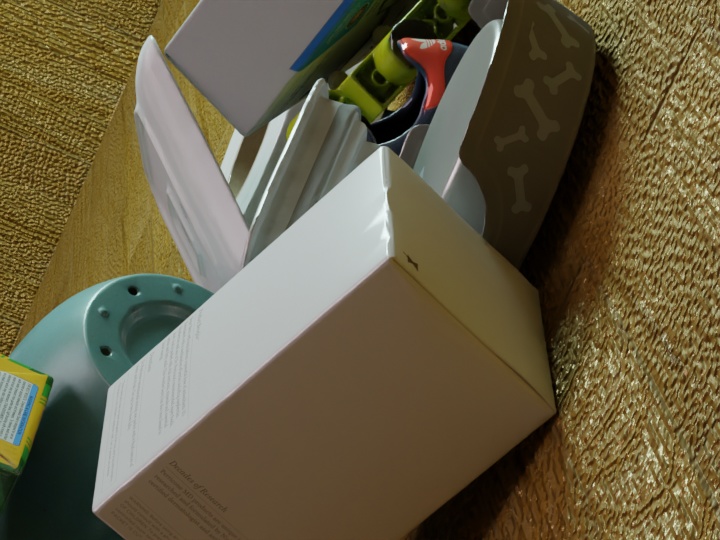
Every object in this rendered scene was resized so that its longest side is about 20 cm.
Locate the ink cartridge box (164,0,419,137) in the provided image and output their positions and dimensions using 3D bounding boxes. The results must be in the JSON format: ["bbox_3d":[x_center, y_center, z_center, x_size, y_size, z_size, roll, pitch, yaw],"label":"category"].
[{"bbox_3d":[-0.017,-0.192,1.711,0.146,0.084,0.200,-49,-7,38],"label":"ink cartridge box"}]

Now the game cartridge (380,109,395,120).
[{"bbox_3d":[0.000,0.000,1.640,0.201,0.041,0.133,-67,16,5],"label":"game cartridge"}]

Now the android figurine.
[{"bbox_3d":[0.023,-0.138,1.655,0.182,0.041,0.200,-47,4,-18],"label":"android figurine"}]

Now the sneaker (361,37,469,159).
[{"bbox_3d":[0.016,-0.044,1.526,0.075,0.084,0.201,-127,59,-76],"label":"sneaker"}]

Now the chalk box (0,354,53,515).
[{"bbox_3d":[-0.279,0.144,1.526,0.125,0.123,0.201,-85,20,-64],"label":"chalk box"}]

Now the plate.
[{"bbox_3d":[-0.105,-0.031,1.741,0.200,0.032,0.201,91,154,-69],"label":"plate"}]

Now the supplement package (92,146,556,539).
[{"bbox_3d":[-0.018,0.063,1.272,0.200,0.120,0.122,-41,21,19],"label":"supplement package"}]

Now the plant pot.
[{"bbox_3d":[-0.141,0.099,1.637,0.201,0.199,0.161,-82,18,-48],"label":"plant pot"}]

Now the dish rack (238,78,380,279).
[{"bbox_3d":[-0.029,0.016,1.421,0.172,0.043,0.201,-69,-11,-48],"label":"dish rack"}]

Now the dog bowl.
[{"bbox_3d":[0.063,-0.059,1.382,0.200,0.058,0.201,-158,90,-83],"label":"dog bowl"}]

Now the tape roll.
[{"bbox_3d":[-0.049,-0.082,1.911,0.202,0.070,0.204,-158,90,-79],"label":"tape roll"}]
